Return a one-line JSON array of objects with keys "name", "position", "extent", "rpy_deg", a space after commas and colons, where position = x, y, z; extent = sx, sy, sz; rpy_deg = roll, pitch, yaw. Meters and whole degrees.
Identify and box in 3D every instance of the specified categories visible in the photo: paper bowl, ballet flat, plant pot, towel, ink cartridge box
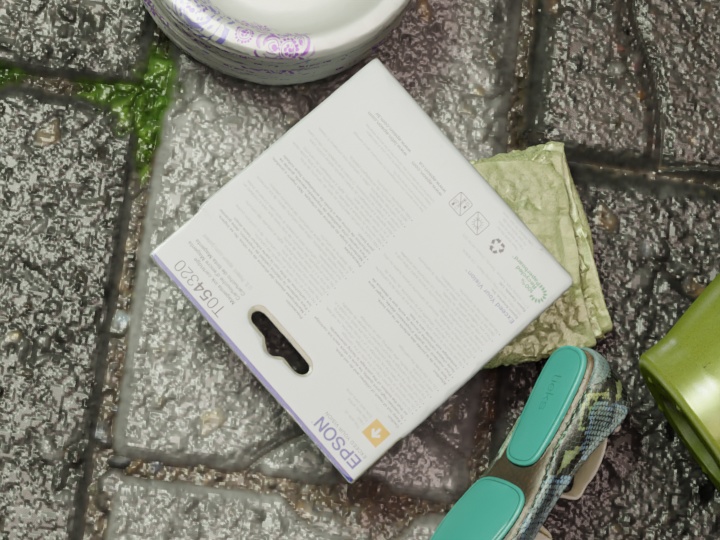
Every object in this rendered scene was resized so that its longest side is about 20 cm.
[{"name": "paper bowl", "position": [-0.056, -0.222, 1.389], "extent": [0.200, 0.104, 0.201], "rpy_deg": [1, 78, -7]}, {"name": "ballet flat", "position": [0.112, 0.145, 1.360], "extent": [0.074, 0.074, 0.200], "rpy_deg": [35, 85, 0]}, {"name": "plant pot", "position": [0.291, 0.056, 1.352], "extent": [0.193, 0.200, 0.201], "rpy_deg": [-34, 85, -1]}, {"name": "towel", "position": [0.061, -0.001, 1.397], "extent": [0.200, 0.036, 0.149], "rpy_deg": [-11, 81, -11]}, {"name": "ink cartridge box", "position": [0.000, 0.000, 1.347], "extent": [0.200, 0.043, 0.196], "rpy_deg": [-41, 90, -11]}]
